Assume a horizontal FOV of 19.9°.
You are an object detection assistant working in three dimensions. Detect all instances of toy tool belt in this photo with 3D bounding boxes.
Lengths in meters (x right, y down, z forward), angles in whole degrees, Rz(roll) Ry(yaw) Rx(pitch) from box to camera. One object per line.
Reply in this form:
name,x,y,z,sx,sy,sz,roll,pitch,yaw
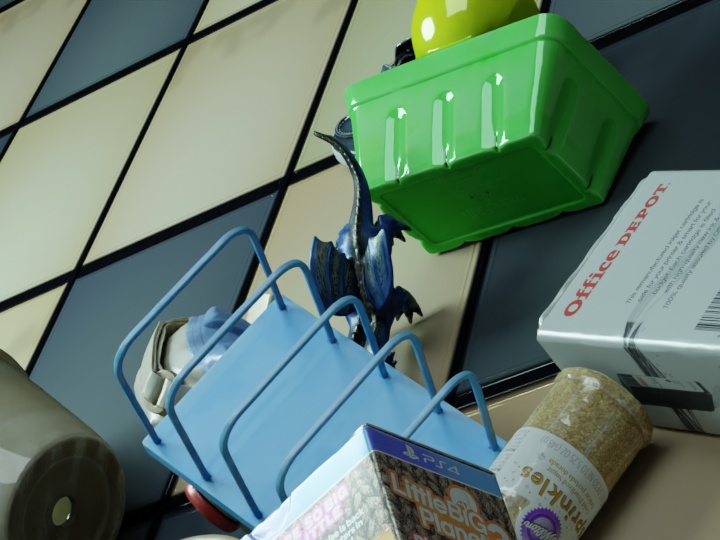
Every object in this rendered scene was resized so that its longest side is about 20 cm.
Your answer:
toy tool belt,-0.082,0.087,1.413,0.123,0.125,0.200,-47,25,4

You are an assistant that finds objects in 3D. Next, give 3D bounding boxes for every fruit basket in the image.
fruit basket,0.095,-0.138,1.510,0.216,0.155,0.216,-27,43,28

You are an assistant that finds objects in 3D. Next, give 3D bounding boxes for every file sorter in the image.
file sorter,-0.033,0.084,1.262,0.200,0.123,0.139,32,69,29

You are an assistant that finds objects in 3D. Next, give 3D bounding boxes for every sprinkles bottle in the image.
sprinkles bottle,0.087,0.147,1.167,0.068,0.068,0.200,4,48,53

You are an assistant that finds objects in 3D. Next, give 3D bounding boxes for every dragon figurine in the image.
dragon figurine,0.000,0.000,1.433,0.059,0.200,0.099,-7,6,14

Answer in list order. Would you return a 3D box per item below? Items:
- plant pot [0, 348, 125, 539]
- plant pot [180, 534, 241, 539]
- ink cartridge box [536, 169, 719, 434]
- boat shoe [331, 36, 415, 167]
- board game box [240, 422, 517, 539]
plant pot,-0.271,0.155,1.499,0.173,0.200,0.200,12,53,37
plant pot,-0.110,0.260,1.207,0.201,0.093,0.201,-29,29,18
ink cartridge box,0.222,0.017,1.188,0.200,0.084,0.144,4,49,53
boat shoe,0.035,-0.142,1.666,0.200,0.091,0.071,-8,39,46
board game box,0.009,0.210,1.025,0.159,0.097,0.200,-44,42,27
